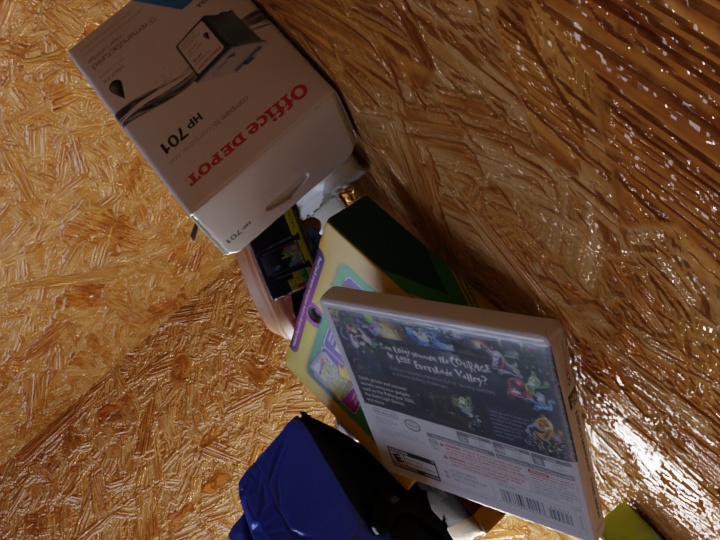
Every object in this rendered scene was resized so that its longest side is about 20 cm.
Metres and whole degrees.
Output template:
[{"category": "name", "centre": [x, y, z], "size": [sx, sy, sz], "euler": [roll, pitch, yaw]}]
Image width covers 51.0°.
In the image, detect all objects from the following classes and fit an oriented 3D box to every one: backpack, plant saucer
[{"category": "backpack", "centre": [-0.015, 0.255, 0.725], "size": [0.199, 0.168, 0.163], "euler": [34, -166, -43]}, {"category": "plant saucer", "centre": [-0.125, -0.003, 0.968], "size": [0.200, 0.037, 0.205], "euler": [-22, -89, -89]}]

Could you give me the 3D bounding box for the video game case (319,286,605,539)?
[{"category": "video game case", "centre": [0.072, 0.102, 0.556], "size": [0.197, 0.023, 0.185], "euler": [8, 128, 42]}]

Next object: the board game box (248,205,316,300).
[{"category": "board game box", "centre": [-0.103, -0.087, 0.772], "size": [0.165, 0.056, 0.204], "euler": [-123, 11, -79]}]

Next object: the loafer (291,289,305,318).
[{"category": "loafer", "centre": [-0.033, 0.089, 1.001], "size": [0.070, 0.068, 0.202], "euler": [23, 151, 41]}]

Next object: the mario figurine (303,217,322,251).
[{"category": "mario figurine", "centre": [0.000, 0.000, 0.996], "size": [0.198, 0.107, 0.124], "euler": [28, 161, 35]}]

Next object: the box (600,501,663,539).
[{"category": "box", "centre": [0.292, 0.306, 0.721], "size": [0.122, 0.047, 0.201], "euler": [47, 174, 46]}]

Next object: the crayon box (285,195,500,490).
[{"category": "crayon box", "centre": [0.025, 0.069, 0.660], "size": [0.172, 0.058, 0.202], "euler": [41, 139, 19]}]

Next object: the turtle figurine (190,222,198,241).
[{"category": "turtle figurine", "centre": [-0.177, -0.178, 1.057], "size": [0.195, 0.196, 0.146], "euler": [54, 149, 32]}]

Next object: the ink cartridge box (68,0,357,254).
[{"category": "ink cartridge box", "centre": [-0.120, -0.140, 0.616], "size": [0.201, 0.146, 0.086], "euler": [48, 175, 24]}]

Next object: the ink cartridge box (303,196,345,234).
[{"category": "ink cartridge box", "centre": [-0.079, -0.091, 1.035], "size": [0.037, 0.094, 0.201], "euler": [59, -178, 40]}]

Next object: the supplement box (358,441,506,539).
[{"category": "supplement box", "centre": [0.094, 0.177, 0.839], "size": [0.201, 0.132, 0.198], "euler": [50, 159, 15]}]

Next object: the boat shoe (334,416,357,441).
[{"category": "boat shoe", "centre": [0.028, 0.171, 1.012], "size": [0.072, 0.199, 0.077], "euler": [46, 135, 11]}]

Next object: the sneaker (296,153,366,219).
[{"category": "sneaker", "centre": [-0.049, -0.106, 0.732], "size": [0.082, 0.075, 0.200], "euler": [60, 173, -13]}]
